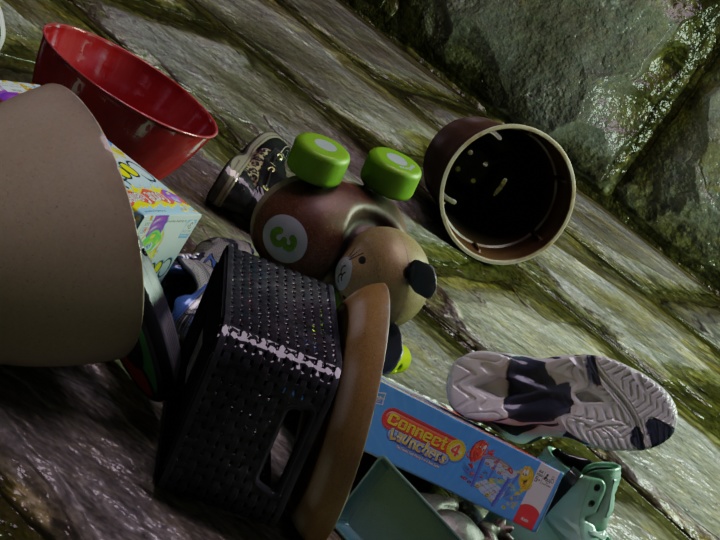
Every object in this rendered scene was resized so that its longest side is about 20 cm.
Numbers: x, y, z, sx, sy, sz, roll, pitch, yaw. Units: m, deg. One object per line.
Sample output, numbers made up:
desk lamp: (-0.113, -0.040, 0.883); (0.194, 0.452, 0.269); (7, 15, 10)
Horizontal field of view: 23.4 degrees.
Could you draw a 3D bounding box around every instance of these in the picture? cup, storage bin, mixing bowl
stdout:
cup: (-0.257, -0.017, 1.202); (0.142, 0.201, 0.200); (-16, 43, -29)
storage bin: (-0.084, 0.081, 1.288); (0.093, 0.136, 0.200); (20, 17, -11)
mixing bowl: (-0.254, -0.147, 1.730); (0.199, 0.109, 0.200); (32, 14, -9)

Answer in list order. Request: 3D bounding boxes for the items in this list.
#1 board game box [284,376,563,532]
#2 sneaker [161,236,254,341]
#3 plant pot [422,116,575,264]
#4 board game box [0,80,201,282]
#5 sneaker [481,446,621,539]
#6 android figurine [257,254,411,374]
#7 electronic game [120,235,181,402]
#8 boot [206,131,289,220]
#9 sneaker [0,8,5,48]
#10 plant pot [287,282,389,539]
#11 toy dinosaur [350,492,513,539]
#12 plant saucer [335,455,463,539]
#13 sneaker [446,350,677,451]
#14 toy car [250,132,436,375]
board game box: (0.042, 0.134, 1.472); (0.199, 0.056, 0.196); (28, -2, -24)
sneaker: (-0.143, 0.011, 1.541); (0.085, 0.077, 0.200); (23, 16, -17)
plant pot: (0.183, -0.131, 2.502); (0.199, 0.201, 0.198); (28, 7, -19)
board game box: (-0.254, -0.064, 1.474); (0.200, 0.103, 0.105); (38, 15, 16)
sneaker: (0.215, 0.236, 1.505); (0.200, 0.119, 0.074); (34, 13, -5)
android figurine: (-0.035, 0.046, 1.730); (0.182, 0.041, 0.200); (40, 14, 21)
electronic game: (-0.189, 0.006, 1.307); (0.200, 0.041, 0.201); (54, -20, 31)
boot: (-0.080, -0.081, 1.965); (0.150, 0.073, 0.200); (34, 18, 3)
sneaker: (-0.402, -0.250, 1.791); (0.088, 0.082, 0.200); (20, 21, -38)
plant pot: (-0.020, 0.103, 1.279); (0.027, 0.201, 0.200); (16, 17, -9)
toy dinosaur: (0.063, 0.206, 1.360); (0.200, 0.077, 0.102); (44, 4, 19)
plant saucer: (0.058, 0.227, 1.292); (0.200, 0.070, 0.019); (44, 11, 34)
sneaker: (0.176, 0.115, 1.526); (0.197, 0.080, 0.130); (2, -5, 6)
toy car: (0.000, 0.000, 1.568); (0.157, 0.165, 0.200); (8, 28, -33)
